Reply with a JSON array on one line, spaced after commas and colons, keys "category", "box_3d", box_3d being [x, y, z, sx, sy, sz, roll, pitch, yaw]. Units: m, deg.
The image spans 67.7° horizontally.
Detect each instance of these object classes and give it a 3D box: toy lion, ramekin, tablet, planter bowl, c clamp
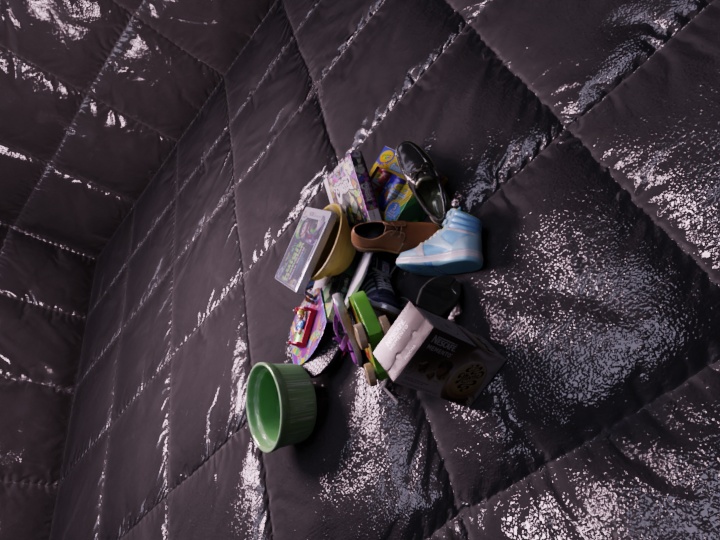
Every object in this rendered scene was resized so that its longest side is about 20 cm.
[{"category": "toy lion", "box_3d": [0.013, 0.115, 1.068, 0.068, 0.201, 0.192, -19, 46, -6]}, {"category": "ramekin", "box_3d": [-0.183, 0.309, 1.241, 0.200, 0.097, 0.202, -1, 88, 56]}, {"category": "tablet", "box_3d": [0.000, 0.000, 1.222, 0.200, 0.014, 0.130, -70, 7, -52]}, {"category": "planter bowl", "box_3d": [-0.066, -0.051, 1.276, 0.200, 0.083, 0.201, -43, 35, 40]}, {"category": "c clamp", "box_3d": [0.077, 0.158, 1.124, 0.171, 0.027, 0.201, 20, 86, 59]}]

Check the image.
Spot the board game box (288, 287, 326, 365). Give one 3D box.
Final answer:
[{"category": "board game box", "box_3d": [-0.147, 0.132, 1.319, 0.158, 0.039, 0.200, -54, 28, 24]}]

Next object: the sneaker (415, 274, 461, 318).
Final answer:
[{"category": "sneaker", "box_3d": [0.130, 0.101, 1.042, 0.200, 0.076, 0.115, -59, -13, -33]}]

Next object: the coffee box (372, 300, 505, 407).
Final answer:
[{"category": "coffee box", "box_3d": [0.135, 0.146, 0.907, 0.113, 0.199, 0.080, -54, 38, 11]}]

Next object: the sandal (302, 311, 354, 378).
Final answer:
[{"category": "sandal", "box_3d": [-0.056, 0.181, 1.262, 0.200, 0.045, 0.075, -47, 43, -2]}]

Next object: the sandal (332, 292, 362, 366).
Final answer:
[{"category": "sandal", "box_3d": [-0.039, 0.128, 1.152, 0.049, 0.204, 0.083, -18, 37, -4]}]

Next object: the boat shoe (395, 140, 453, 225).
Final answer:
[{"category": "boat shoe", "box_3d": [0.136, -0.190, 1.136, 0.071, 0.066, 0.202, -28, 87, 11]}]

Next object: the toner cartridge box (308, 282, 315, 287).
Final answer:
[{"category": "toner cartridge box", "box_3d": [-0.131, -0.057, 1.487, 0.095, 0.043, 0.201, -24, 52, 43]}]

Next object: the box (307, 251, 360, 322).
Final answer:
[{"category": "box", "box_3d": [-0.071, 0.032, 1.346, 0.144, 0.036, 0.201, -8, 62, 60]}]

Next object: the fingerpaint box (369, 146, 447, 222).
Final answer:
[{"category": "fingerpaint box", "box_3d": [0.086, -0.188, 1.273, 0.167, 0.073, 0.200, -58, 37, 8]}]

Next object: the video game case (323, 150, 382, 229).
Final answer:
[{"category": "video game case", "box_3d": [-0.021, -0.166, 1.293, 0.200, 0.036, 0.182, -22, 84, 67]}]

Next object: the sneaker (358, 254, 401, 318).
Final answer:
[{"category": "sneaker", "box_3d": [0.049, 0.031, 1.172, 0.109, 0.070, 0.200, -63, 23, 0]}]

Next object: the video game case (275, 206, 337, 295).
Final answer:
[{"category": "video game case", "box_3d": [-0.134, -0.053, 1.283, 0.182, 0.023, 0.201, 22, 88, 64]}]

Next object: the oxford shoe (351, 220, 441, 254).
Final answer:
[{"category": "oxford shoe", "box_3d": [0.078, -0.076, 1.145, 0.198, 0.071, 0.072, -5, 69, 1]}]

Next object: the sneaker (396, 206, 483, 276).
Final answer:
[{"category": "sneaker", "box_3d": [0.166, -0.062, 1.099, 0.199, 0.079, 0.131, -4, 68, 39]}]
